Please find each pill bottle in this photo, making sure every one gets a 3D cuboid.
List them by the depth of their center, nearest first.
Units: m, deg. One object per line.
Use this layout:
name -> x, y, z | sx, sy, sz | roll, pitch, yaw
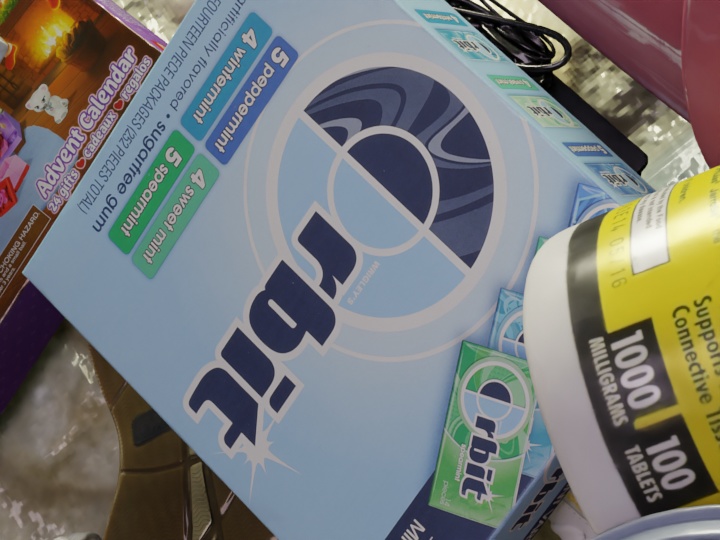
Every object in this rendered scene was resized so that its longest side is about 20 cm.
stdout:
pill bottle -> 0.154, 0.009, 0.676 | 0.199, 0.112, 0.113 | -23, 75, 22

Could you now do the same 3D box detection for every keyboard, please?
keyboard -> 0.017, -0.078, 0.886 | 0.040, 0.104, 0.200 | -38, 66, -22

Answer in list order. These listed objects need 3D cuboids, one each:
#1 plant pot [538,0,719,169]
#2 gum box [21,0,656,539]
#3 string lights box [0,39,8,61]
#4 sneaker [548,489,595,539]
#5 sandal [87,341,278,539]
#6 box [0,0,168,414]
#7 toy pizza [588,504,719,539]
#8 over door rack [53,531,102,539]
plant pot -> 0.138, -0.125, 0.808 | 0.179, 0.200, 0.201 | 29, 94, 38
gum box -> 0.000, 0.000, 0.834 | 0.200, 0.044, 0.170 | 44, 112, 21
string lights box -> -0.233, -0.091, 0.978 | 0.200, 0.059, 0.103 | 35, 95, 43
sneaker -> 0.084, 0.066, 0.856 | 0.199, 0.076, 0.081 | 14, 90, 25
sandal -> -0.057, 0.075, 0.928 | 0.080, 0.054, 0.201 | -23, 60, 22
box -> -0.164, -0.031, 0.983 | 0.137, 0.039, 0.201 | 37, 98, 28
toy pizza -> 0.118, 0.155, 0.663 | 0.199, 0.032, 0.202 | 11, 111, 30
over door rack -> -0.169, 0.201, 0.946 | 0.147, 0.067, 0.202 | -4, 82, 23
